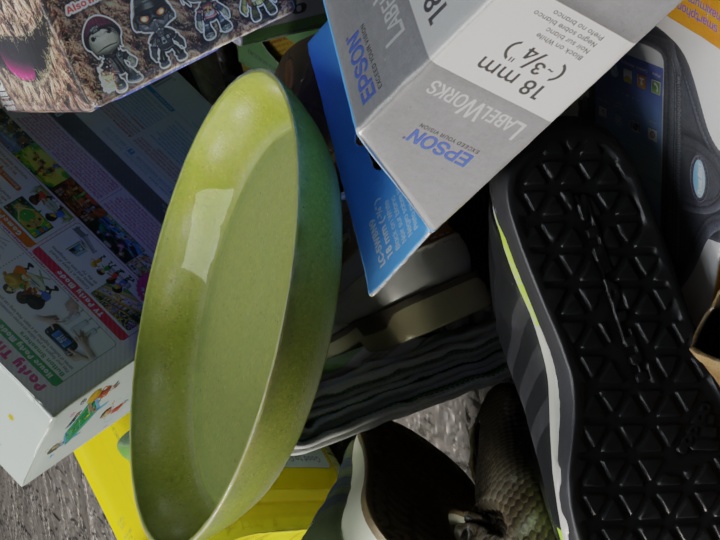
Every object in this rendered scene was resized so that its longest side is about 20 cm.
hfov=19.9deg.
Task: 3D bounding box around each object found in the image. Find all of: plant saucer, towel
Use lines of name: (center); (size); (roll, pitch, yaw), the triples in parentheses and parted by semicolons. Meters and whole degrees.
plant saucer: (-0.050, 0.018, 0.841); (0.200, 0.031, 0.200); (-169, 90, -70)
towel: (-0.019, 0.054, 0.956); (0.200, 0.149, 0.031); (-12, 95, 63)

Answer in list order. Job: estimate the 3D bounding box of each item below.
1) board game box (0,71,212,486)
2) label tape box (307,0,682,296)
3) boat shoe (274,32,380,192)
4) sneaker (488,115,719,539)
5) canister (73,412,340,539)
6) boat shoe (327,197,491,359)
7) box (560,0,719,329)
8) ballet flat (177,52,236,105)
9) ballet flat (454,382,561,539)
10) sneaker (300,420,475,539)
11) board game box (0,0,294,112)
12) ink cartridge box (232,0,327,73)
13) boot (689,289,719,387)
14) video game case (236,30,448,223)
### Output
board game box: (-0.134, -0.011, 0.992); (0.148, 0.200, 0.064); (44, 138, 12)
label tape box: (0.029, -0.109, 0.741); (0.200, 0.063, 0.144); (-44, 42, 31)
boat shoe: (0.010, -0.076, 0.899); (0.200, 0.068, 0.072); (-42, 45, 53)
sneaker: (0.092, 0.036, 0.767); (0.083, 0.072, 0.200); (150, 109, -81)
canister: (-0.091, 0.086, 1.110); (0.087, 0.149, 0.200); (-49, 57, 28)
boat shoe: (0.000, 0.000, 0.951); (0.068, 0.075, 0.200); (67, 158, -1)
box: (0.112, -0.035, 0.785); (0.119, 0.041, 0.200); (43, 138, 43)
ballet flat: (-0.088, -0.108, 1.086); (0.067, 0.062, 0.200); (15, 126, 45)
ballet flat: (0.060, 0.093, 0.861); (0.200, 0.046, 0.067); (-92, -19, -80)
sneaker: (-0.002, 0.125, 0.873); (0.067, 0.090, 0.200); (38, -171, 0)
board game box: (-0.133, -0.176, 0.863); (0.200, 0.097, 0.159); (65, 162, -12)
ink cartridge box: (-0.061, -0.169, 0.959); (0.104, 0.059, 0.200); (35, 135, 48)
boot: (0.181, 0.053, 0.650); (0.075, 0.074, 0.200); (35, 172, -34)
video game case: (-0.023, -0.112, 1.007); (0.143, 0.017, 0.200); (-4, 102, 61)
